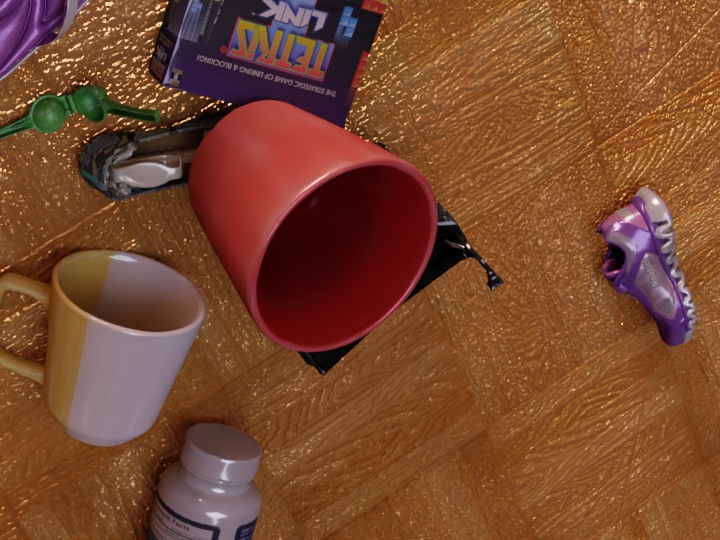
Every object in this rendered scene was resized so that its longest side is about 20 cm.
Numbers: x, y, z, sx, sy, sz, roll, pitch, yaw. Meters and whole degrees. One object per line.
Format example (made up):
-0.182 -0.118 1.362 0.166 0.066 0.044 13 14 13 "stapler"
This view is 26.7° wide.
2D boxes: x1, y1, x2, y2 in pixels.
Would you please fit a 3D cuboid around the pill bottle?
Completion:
-0.167 0.269 1.597 0.110 0.111 0.202 6 110 -28 "pill bottle"

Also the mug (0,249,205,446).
-0.253 0.074 1.470 0.149 0.186 0.155 -23 138 -54 "mug"

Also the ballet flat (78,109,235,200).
-0.167 -0.105 1.448 0.198 0.074 0.075 -15 119 -20 "ballet flat"

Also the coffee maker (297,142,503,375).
0.000 0.000 1.505 0.200 0.192 0.135 -40 124 -3 "coffee maker"

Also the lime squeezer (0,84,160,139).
-0.271 -0.136 1.387 0.197 0.071 0.038 -9 139 11 "lime squeezer"

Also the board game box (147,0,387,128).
-0.083 -0.236 1.436 0.198 0.057 0.167 10 107 -30 "board game box"

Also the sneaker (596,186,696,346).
0.324 0.006 1.745 0.088 0.081 0.202 -25 117 -6 "sneaker"

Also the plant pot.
-0.058 -0.055 1.393 0.199 0.177 0.202 -22 133 -26 "plant pot"

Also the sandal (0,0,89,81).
-0.282 -0.238 1.338 0.082 0.050 0.203 35 94 -34 "sandal"
